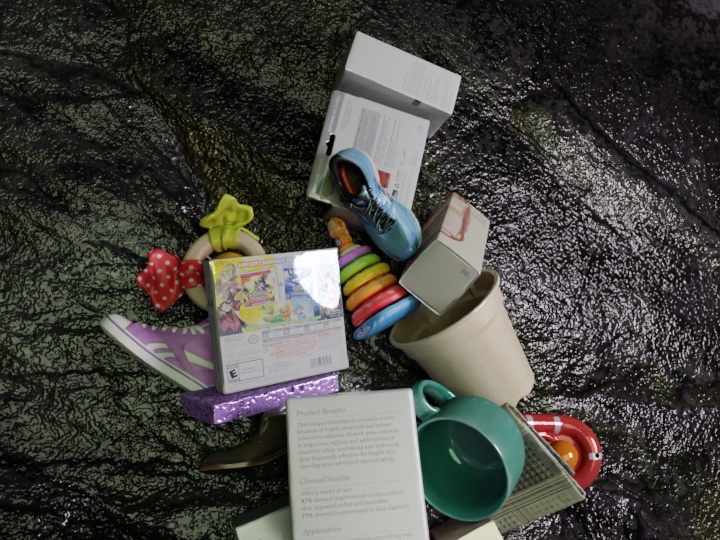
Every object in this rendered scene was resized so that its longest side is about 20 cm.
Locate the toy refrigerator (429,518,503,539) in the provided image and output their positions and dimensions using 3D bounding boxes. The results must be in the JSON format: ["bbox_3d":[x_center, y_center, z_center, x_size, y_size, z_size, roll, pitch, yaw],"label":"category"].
[{"bbox_3d":[0.156,0.403,0.909,0.075,0.200,0.070,-25,74,-8],"label":"toy refrigerator"}]

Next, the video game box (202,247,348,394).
[{"bbox_3d":[-0.119,0.066,0.905,0.199,0.047,0.184,-6,95,-31],"label":"video game box"}]

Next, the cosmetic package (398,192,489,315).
[{"bbox_3d":[0.138,-0.033,1.005,0.087,0.103,0.200,38,29,-6],"label":"cosmetic package"}]

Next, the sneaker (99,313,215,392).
[{"bbox_3d":[-0.275,0.099,0.930,0.200,0.073,0.115,37,70,-18],"label":"sneaker"}]

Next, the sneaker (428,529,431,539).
[{"bbox_3d":[0.078,0.424,0.963,0.081,0.088,0.201,-17,107,-10],"label":"sneaker"}]

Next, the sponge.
[{"bbox_3d":[-0.143,0.176,0.899,0.199,0.111,0.030,-6,92,-37],"label":"sponge"}]

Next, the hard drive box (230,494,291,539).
[{"bbox_3d":[-0.071,0.407,0.923,0.199,0.077,0.157,-16,84,-18],"label":"hard drive box"}]

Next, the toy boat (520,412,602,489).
[{"bbox_3d":[0.308,0.302,1.027,0.198,0.131,0.132,5,78,-15],"label":"toy boat"}]

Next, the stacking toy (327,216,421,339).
[{"bbox_3d":[0.000,0.000,1.009,0.109,0.116,0.201,-25,79,-32],"label":"stacking toy"}]

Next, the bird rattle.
[{"bbox_3d":[-0.218,-0.007,0.928,0.163,0.113,0.200,37,66,12],"label":"bird rattle"}]

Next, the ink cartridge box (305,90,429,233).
[{"bbox_3d":[0.006,-0.176,1.057,0.174,0.084,0.201,17,75,-11],"label":"ink cartridge box"}]

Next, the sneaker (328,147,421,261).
[{"bbox_3d":[0.013,-0.095,0.941,0.078,0.090,0.200,-40,82,21],"label":"sneaker"}]

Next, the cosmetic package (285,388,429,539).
[{"bbox_3d":[-0.011,0.274,0.832,0.166,0.167,0.202,-3,70,-5],"label":"cosmetic package"}]

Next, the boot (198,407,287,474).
[{"bbox_3d":[-0.148,0.244,0.943,0.199,0.075,0.098,-4,70,-26],"label":"boot"}]

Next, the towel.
[{"bbox_3d":[0.220,0.315,0.984,0.193,0.200,0.035,50,33,-2],"label":"towel"}]

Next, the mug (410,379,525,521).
[{"bbox_3d":[0.155,0.243,0.897,0.114,0.151,0.187,-23,109,-57],"label":"mug"}]

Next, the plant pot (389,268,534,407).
[{"bbox_3d":[0.178,0.129,1.005,0.200,0.200,0.184,-39,102,-19],"label":"plant pot"}]

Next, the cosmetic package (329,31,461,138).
[{"bbox_3d":[0.058,-0.317,1.087,0.199,0.113,0.082,17,75,-11],"label":"cosmetic package"}]
